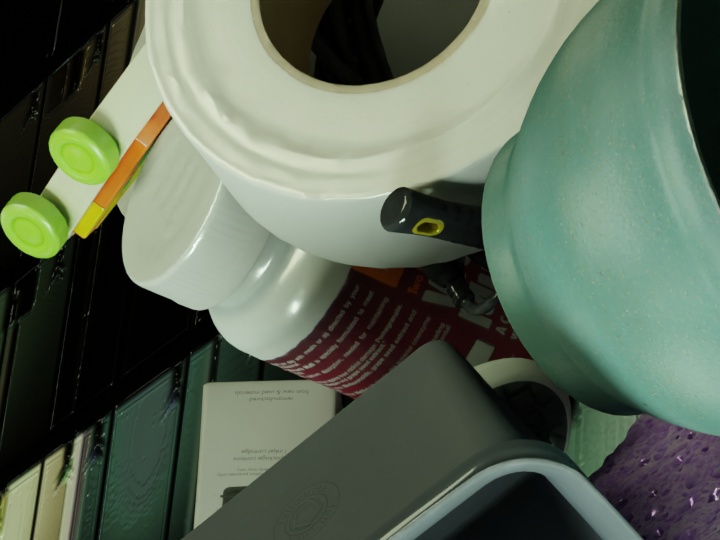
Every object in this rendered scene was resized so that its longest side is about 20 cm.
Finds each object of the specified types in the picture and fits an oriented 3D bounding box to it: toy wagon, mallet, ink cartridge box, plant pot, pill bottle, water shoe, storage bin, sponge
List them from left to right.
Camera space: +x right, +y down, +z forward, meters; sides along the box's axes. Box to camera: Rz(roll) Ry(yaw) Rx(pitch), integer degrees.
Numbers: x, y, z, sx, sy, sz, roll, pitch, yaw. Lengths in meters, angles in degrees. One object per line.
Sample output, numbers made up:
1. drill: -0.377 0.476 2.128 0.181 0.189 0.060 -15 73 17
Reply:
1. toy wagon: -0.094 -0.091 1.390 0.155 0.040 0.200 -56 4 -38
2. ink cartridge box: -0.041 0.165 1.385 0.116 0.067 0.201 83 -172 -54
3. pill bottle: 0.000 0.000 1.352 0.110 0.199 0.110 -41 37 40
4. water shoe: 0.010 0.106 1.247 0.200 0.071 0.079 -54 26 15
5. storage bin: 0.015 0.131 1.138 0.200 0.146 0.134 -39 29 9
6. mallet: 0.096 -0.015 1.201 0.066 0.200 0.041 -44 50 27
7. plant pot: 0.131 -0.022 1.112 0.134 0.200 0.201 -25 47 39
8. sponge: 0.154 0.090 1.147 0.112 0.030 0.200 -46 23 -15

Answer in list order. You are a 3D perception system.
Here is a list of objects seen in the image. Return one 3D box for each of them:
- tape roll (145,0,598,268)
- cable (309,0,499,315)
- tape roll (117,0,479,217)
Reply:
1. tape roll: 0.015 -0.106 1.234 0.201 0.071 0.203 -8 64 16
2. cable: 0.064 -0.092 1.278 0.163 0.051 0.201 -32 70 15
3. tape roll: -0.017 -0.089 1.520 0.203 0.139 0.203 -40 37 40
